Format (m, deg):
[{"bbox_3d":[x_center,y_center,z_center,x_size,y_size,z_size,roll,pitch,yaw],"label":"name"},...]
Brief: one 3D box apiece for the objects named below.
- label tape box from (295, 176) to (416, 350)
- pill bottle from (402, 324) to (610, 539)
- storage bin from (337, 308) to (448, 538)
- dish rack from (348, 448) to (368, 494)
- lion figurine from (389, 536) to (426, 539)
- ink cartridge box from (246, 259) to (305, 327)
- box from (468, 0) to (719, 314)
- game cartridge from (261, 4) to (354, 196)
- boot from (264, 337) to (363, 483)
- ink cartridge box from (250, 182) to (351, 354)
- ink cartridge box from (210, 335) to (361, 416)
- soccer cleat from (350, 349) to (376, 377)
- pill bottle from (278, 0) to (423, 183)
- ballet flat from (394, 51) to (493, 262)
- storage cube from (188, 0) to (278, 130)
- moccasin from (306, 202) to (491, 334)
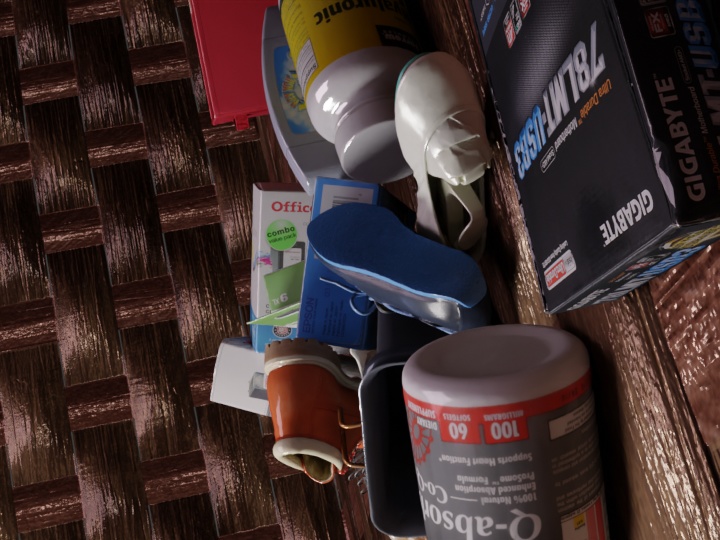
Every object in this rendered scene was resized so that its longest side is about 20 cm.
[{"bbox_3d":[0.000,0.000,1.059,0.200,0.063,0.144,21,-104,-78],"label":"label tape box"},{"bbox_3d":[0.096,0.144,0.711,0.116,0.116,0.200,-129,28,-74],"label":"pill bottle"},{"bbox_3d":[0.054,0.106,0.950,0.134,0.145,0.200,-94,-1,-54],"label":"storage bin"},{"bbox_3d":[-0.010,0.190,1.257,0.200,0.055,0.153,45,163,29],"label":"dish rack"},{"bbox_3d":[0.093,0.327,1.147,0.200,0.072,0.123,-120,8,-51],"label":"lion figurine"},{"bbox_3d":[-0.032,0.020,1.204,0.200,0.104,0.059,11,-117,-62],"label":"ink cartridge box"},{"bbox_3d":[0.108,-0.093,0.538,0.200,0.050,0.199,112,147,-78],"label":"box"},{"bbox_3d":[-0.024,-0.174,1.087,0.040,0.133,0.200,82,174,-71],"label":"game cartridge"},{"bbox_3d":[-0.028,0.142,1.002,0.200,0.075,0.107,43,-142,-57],"label":"boot"},{"bbox_3d":[-0.062,-0.007,1.425,0.146,0.147,0.200,-134,45,-79],"label":"ink cartridge box"},{"bbox_3d":[-0.069,0.144,1.444,0.146,0.200,0.085,3,-80,-72],"label":"ink cartridge box"},{"bbox_3d":[0.047,0.141,1.105,0.069,0.078,0.200,-52,41,16],"label":"soccer cleat"},{"bbox_3d":[0.000,-0.176,0.982,0.111,0.111,0.200,90,166,-57],"label":"pill bottle"},{"bbox_3d":[0.070,-0.073,0.825,0.200,0.069,0.069,79,176,-54],"label":"ballet flat"},{"bbox_3d":[-0.114,-0.286,1.426,0.171,0.180,0.200,-152,50,-81],"label":"storage cube"},{"bbox_3d":[0.024,0.007,0.883,0.200,0.080,0.068,36,157,51],"label":"moccasin"}]
